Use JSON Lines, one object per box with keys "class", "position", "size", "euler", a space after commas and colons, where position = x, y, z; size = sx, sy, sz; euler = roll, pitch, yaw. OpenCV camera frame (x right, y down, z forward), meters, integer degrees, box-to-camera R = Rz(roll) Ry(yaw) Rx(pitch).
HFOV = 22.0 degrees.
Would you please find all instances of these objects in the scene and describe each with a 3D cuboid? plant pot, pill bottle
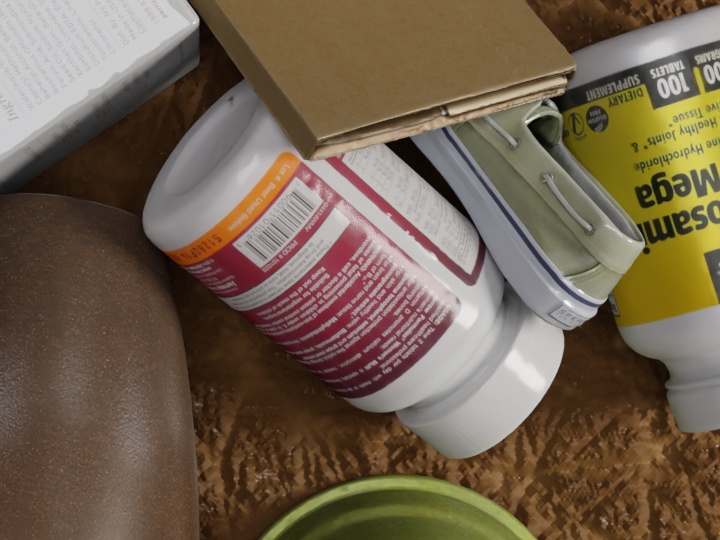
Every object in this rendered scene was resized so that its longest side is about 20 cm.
{"class": "plant pot", "position": [-0.157, 0.071, 0.893], "size": [0.187, 0.187, 0.200], "euler": [8, 74, -5]}
{"class": "pill bottle", "position": [0.000, 0.000, 0.910], "size": [0.200, 0.110, 0.110], "euler": [41, 86, -21]}
{"class": "pill bottle", "position": [0.172, -0.025, 0.941], "size": [0.112, 0.112, 0.200], "euler": [-18, 91, -5]}
{"class": "plant pot", "position": [0.028, 0.206, 0.890], "size": [0.200, 0.184, 0.200], "euler": [0, 88, -5]}

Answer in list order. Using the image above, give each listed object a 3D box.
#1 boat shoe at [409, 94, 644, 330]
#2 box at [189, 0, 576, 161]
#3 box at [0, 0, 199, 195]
{"class": "boat shoe", "position": [0.075, -0.062, 0.923], "size": [0.062, 0.072, 0.200], "euler": [-43, 61, 21]}
{"class": "box", "position": [-0.012, -0.146, 0.895], "size": [0.163, 0.021, 0.200], "euler": [-19, 61, -34]}
{"class": "box", "position": [-0.187, -0.096, 0.892], "size": [0.200, 0.152, 0.106], "euler": [-35, 92, -5]}
